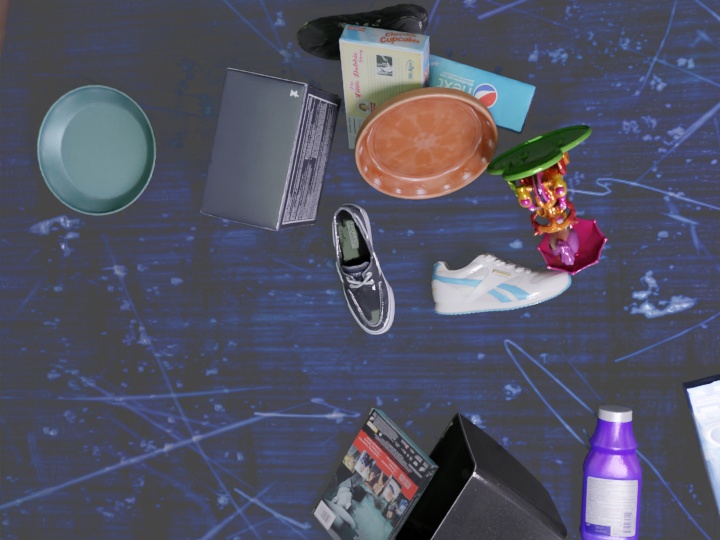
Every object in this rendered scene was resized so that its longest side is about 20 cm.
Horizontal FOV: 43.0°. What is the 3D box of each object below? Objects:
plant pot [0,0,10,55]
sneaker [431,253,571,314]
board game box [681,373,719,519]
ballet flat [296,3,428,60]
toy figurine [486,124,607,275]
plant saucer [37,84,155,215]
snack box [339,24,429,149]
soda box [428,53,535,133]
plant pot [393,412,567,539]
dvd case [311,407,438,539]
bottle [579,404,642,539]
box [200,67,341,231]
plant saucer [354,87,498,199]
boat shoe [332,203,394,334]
[{"bbox_3d":[-0.618,-0.398,1.389,0.199,0.200,0.175,10,114,10],"label":"plant pot"},{"bbox_3d":[0.200,0.014,1.310,0.199,0.077,0.081,-7,92,10],"label":"sneaker"},{"bbox_3d":[0.575,0.231,1.272,0.199,0.043,0.200,-16,93,12],"label":"board game box"},{"bbox_3d":[0.003,-0.348,1.336,0.199,0.057,0.067,-2,123,16],"label":"ballet flat"},{"bbox_3d":[0.271,-0.079,1.244,0.150,0.200,0.185,-19,104,21],"label":"toy figurine"},{"bbox_3d":[-0.407,-0.187,1.431,0.199,0.036,0.201,1,95,11],"label":"plant saucer"},{"bbox_3d":[0.036,-0.243,1.268,0.116,0.200,0.037,11,54,12],"label":"snack box"},{"bbox_3d":[0.144,-0.256,1.300,0.199,0.064,0.068,19,99,9],"label":"soda box"},{"bbox_3d":[0.172,0.358,1.296,0.177,0.200,0.200,30,100,-7],"label":"plant pot"},{"bbox_3d":[0.018,0.329,1.364,0.146,0.022,0.200,38,102,42],"label":"dvd case"},{"bbox_3d":[0.359,0.295,1.309,0.083,0.065,0.201,2,96,10],"label":"bottle"},{"bbox_3d":[-0.123,-0.169,1.293,0.123,0.198,0.201,13,97,9],"label":"box"},{"bbox_3d":[0.090,-0.178,1.273,0.199,0.200,0.032,-16,51,12],"label":"plant saucer"},{"bbox_3d":[0.000,0.000,1.351,0.071,0.068,0.201,-11,93,12],"label":"boat shoe"}]
